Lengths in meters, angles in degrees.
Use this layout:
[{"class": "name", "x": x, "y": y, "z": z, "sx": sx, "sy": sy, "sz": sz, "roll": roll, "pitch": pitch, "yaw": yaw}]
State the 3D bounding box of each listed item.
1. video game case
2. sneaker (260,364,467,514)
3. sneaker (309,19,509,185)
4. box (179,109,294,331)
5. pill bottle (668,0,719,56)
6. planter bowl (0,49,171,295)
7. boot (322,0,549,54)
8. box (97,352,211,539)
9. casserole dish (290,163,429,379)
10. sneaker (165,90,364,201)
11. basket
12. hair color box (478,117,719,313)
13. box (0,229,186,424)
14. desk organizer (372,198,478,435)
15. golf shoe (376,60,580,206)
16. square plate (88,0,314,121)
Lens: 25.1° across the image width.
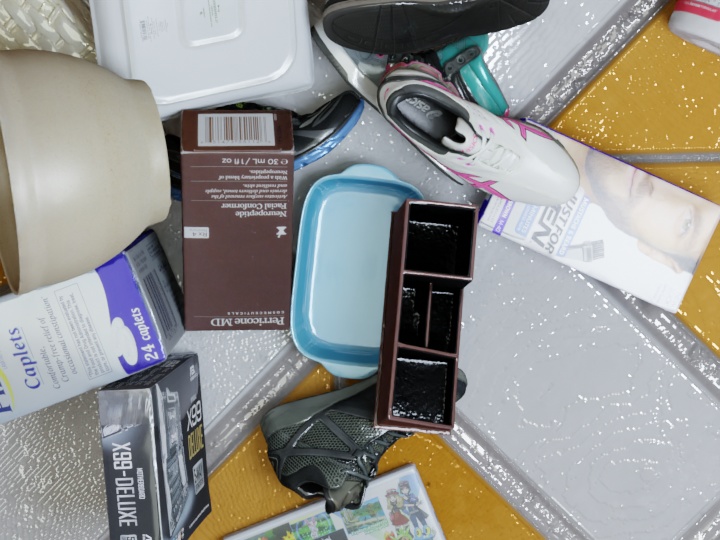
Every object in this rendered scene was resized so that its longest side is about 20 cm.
[{"class": "video game case", "x": -0.007, "y": 0.303, "z": 1.547, "sx": 0.200, "sy": 0.022, "sz": 0.182, "roll": -22, "pitch": 95, "yaw": 5}, {"class": "sneaker", "x": 0.012, "y": 0.158, "z": 1.485, "sx": 0.199, "sy": 0.076, "sz": 0.114, "roll": -19, "pitch": 60, "yaw": 5}, {"class": "sneaker", "x": 0.060, "y": -0.186, "z": 1.464, "sx": 0.200, "sy": 0.084, "sz": 0.121, "roll": 42, "pitch": 100, "yaw": -9}, {"class": "box", "x": -0.111, "y": -0.042, "z": 1.442, "sx": 0.100, "sy": 0.075, "sz": 0.200, "roll": -1, "pitch": 129, "yaw": -5}, {"class": "pill bottle", "x": 0.362, "y": -0.286, "z": 1.432, "sx": 0.111, "sy": 0.111, "sz": 0.200, "roll": 23, "pitch": 96, "yaw": 0}, {"class": "planter bowl", "x": -0.232, "y": -0.090, "z": 1.320, "sx": 0.135, "sy": 0.200, "sz": 0.200, "roll": -10, "pitch": 95, "yaw": -17}, {"class": "boot", "x": 0.055, "y": -0.277, "z": 1.428, "sx": 0.200, "sy": 0.073, "sz": 0.151, "roll": -11, "pitch": 62, "yaw": -2}, {"class": "box", "x": -0.182, "y": 0.166, "z": 1.450, "sx": 0.050, "sy": 0.200, "sz": 0.158, "roll": -3, "pitch": 95, "yaw": 6}, {"class": "casserole dish", "x": 0.000, "y": 0.000, "z": 1.509, "sx": 0.121, "sy": 0.039, "sz": 0.200, "roll": 6, "pitch": 95, "yaw": 2}, {"class": "sneaker", "x": -0.092, "y": -0.125, "z": 1.483, "sx": 0.200, "sy": 0.071, "sz": 0.083, "roll": -18, "pitch": 101, "yaw": 6}, {"class": "basket", "x": -0.296, "y": -0.193, "z": 1.456, "sx": 0.136, "sy": 0.123, "sz": 0.200, "roll": -42, "pitch": 94, "yaw": 6}, {"class": "hair color box", "x": 0.218, "y": -0.051, "z": 1.485, "sx": 0.200, "sy": 0.065, "sz": 0.109, "roll": 24, "pitch": 95, "yaw": -2}, {"class": "box", "x": -0.269, "y": 0.051, "z": 1.449, "sx": 0.200, "sy": 0.184, "sz": 0.105, "roll": -21, "pitch": 96, "yaw": 3}, {"class": "desk organizer", "x": 0.059, "y": 0.041, "z": 1.429, "sx": 0.072, "sy": 0.077, "sz": 0.200, "roll": 6, "pitch": 80, "yaw": -6}, {"class": "golf shoe", "x": 0.100, "y": -0.107, "z": 1.402, "sx": 0.200, "sy": 0.092, "sz": 0.073, "roll": 28, "pitch": 110, "yaw": -6}, {"class": "square plate", "x": -0.132, "y": -0.223, "z": 1.379, "sx": 0.198, "sy": 0.028, "sz": 0.200, "roll": -15, "pitch": 123, "yaw": -20}]
